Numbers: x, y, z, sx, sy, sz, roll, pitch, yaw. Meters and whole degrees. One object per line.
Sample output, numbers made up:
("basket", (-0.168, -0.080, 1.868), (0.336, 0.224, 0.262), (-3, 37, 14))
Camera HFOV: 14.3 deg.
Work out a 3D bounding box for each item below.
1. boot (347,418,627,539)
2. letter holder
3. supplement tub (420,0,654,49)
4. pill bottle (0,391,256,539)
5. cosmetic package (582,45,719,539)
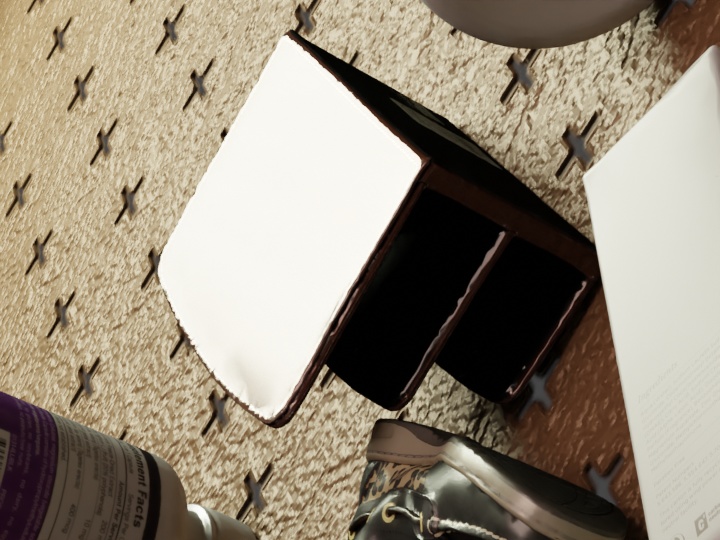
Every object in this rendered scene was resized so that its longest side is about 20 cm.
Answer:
("boot", (0.028, 0.143, 1.159), (0.151, 0.073, 0.200), (-67, 22, -4))
("letter holder", (0.000, 0.000, 1.292), (0.142, 0.100, 0.200), (-59, 27, 8))
("supplement tub", (0.065, -0.205, 1.300), (0.145, 0.145, 0.200), (-55, 28, 21))
("pill bottle", (-0.152, 0.125, 1.367), (0.111, 0.200, 0.112), (-43, 33, 38))
("cosmetic package", (0.152, 0.031, 0.982), (0.081, 0.113, 0.200), (-46, 34, 35))
